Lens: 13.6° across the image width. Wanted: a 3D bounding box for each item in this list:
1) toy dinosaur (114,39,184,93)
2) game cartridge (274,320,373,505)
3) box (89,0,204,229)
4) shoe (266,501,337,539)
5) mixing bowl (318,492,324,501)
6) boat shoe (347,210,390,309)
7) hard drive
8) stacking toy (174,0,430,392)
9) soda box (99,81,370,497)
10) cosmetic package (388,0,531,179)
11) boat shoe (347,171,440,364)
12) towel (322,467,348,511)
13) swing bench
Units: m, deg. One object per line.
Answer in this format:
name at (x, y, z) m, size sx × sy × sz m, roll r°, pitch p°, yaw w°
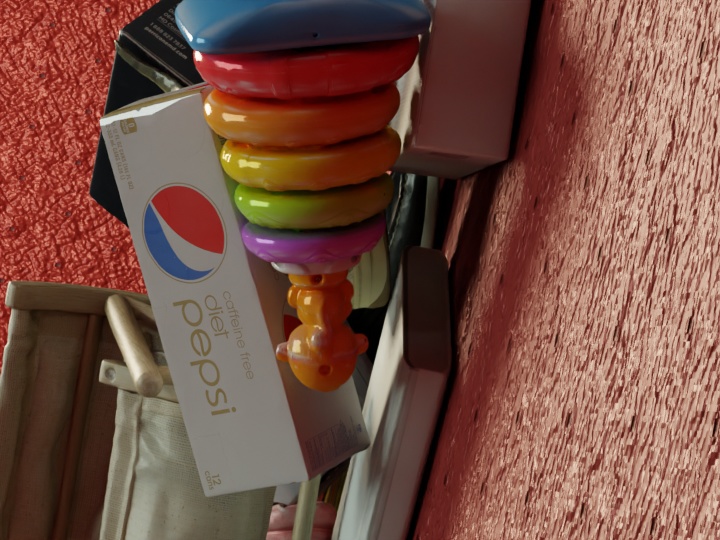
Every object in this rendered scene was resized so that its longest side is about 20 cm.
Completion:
toy dinosaur at (-0.081, -0.051, 1.633) m, size 0.200 × 0.047 × 0.088 m, roll 51°, pitch 162°, yaw 52°
game cartridge at (-0.050, 0.061, 1.729) m, size 0.134 × 0.041 × 0.200 m, roll 62°, pitch 154°, yaw 11°
box at (-0.051, -0.112, 1.787) m, size 0.200 × 0.107 × 0.149 m, roll -42°, pitch -20°, yaw -35°
shoe at (-0.052, 0.181, 1.746) m, size 0.200 × 0.071 × 0.091 m, roll 155°, pitch 115°, yaw -73°
mixing bowl at (-0.069, 0.079, 1.903) m, size 0.200 × 0.108 × 0.201 m, roll -165°, pitch 90°, yaw -85°
boat shoe at (-0.026, -0.074, 1.552) m, size 0.073 × 0.063 × 0.202 m, roll -111°, pitch 14°, yaw -69°
hard drive at (0.012, 0.105, 1.558) m, size 0.132 × 0.026 × 0.201 m, roll -89°, pitch 11°, yaw -63°
stacking toy at (-0.022, -0.039, 1.434) m, size 0.110 × 0.115 × 0.201 m, roll -120°, pitch 24°, yaw -73°
soda box at (-0.062, 0.007, 1.501) m, size 0.064 × 0.068 × 0.201 m, roll -24°, pitch -80°, yaw -57°
cosmetic package at (0.049, -0.127, 1.499) m, size 0.200 × 0.051 × 0.152 m, roll 174°, pitch 103°, yaw -85°
boat shoe at (0.000, -0.002, 1.687) m, size 0.200 × 0.066 × 0.075 m, roll 109°, pitch 170°, yaw -57°
towel at (-0.012, 0.125, 1.845) m, size 0.200 × 0.018 × 0.086 m, roll -123°, pitch 48°, yaw -83°
swing bench at (-0.119, 0.127, 1.652) m, size 0.200 × 0.129 × 0.200 m, roll 28°, pitch 110°, yaw 59°
